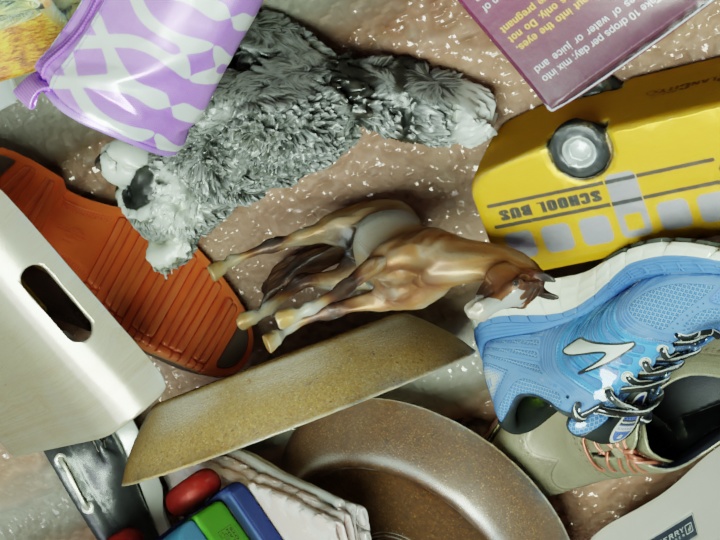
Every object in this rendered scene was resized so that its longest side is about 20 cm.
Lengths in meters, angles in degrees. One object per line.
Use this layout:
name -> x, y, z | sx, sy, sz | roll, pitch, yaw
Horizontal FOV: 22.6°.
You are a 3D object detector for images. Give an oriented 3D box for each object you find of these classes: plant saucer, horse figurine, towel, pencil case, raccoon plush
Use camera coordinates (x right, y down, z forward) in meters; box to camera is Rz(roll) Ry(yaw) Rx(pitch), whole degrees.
plant saucer -> -0.038, 0.062, 0.958 | 0.200, 0.200, 0.036 | -22, 88, 28
horse figurine -> 0.000, 0.000, 0.928 | 0.132, 0.200, 0.050 | -21, 104, -15
towel -> -0.036, 0.192, 1.061 | 0.200, 0.032, 0.191 | 16, 131, 52
pencil case -> -0.078, -0.153, 0.835 | 0.084, 0.085, 0.200 | 38, 105, 45
plant saucer -> 0.031, 0.165, 1.050 | 0.200, 0.034, 0.201 | 18, 130, 23
raccoon plush -> -0.040, -0.049, 0.949 | 0.200, 0.097, 0.134 | 19, 131, 7

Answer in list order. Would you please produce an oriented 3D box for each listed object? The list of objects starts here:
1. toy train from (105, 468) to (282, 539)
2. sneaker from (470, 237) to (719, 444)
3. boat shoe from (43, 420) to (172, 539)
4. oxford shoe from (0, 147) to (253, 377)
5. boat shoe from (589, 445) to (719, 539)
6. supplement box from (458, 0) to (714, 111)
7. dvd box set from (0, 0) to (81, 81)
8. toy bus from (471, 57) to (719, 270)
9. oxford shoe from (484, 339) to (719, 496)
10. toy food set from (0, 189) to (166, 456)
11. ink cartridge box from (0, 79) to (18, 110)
toy train -> -0.142, 0.199, 1.007 | 0.200, 0.116, 0.085 | -39, 83, 30
sneaker -> 0.141, 0.040, 0.903 | 0.200, 0.078, 0.089 | -22, 67, 47
boat shoe -> -0.137, 0.174, 1.106 | 0.060, 0.074, 0.200 | -23, 112, -10
oxford shoe -> -0.152, 0.002, 1.038 | 0.200, 0.071, 0.073 | 34, 150, -4
boat shoe -> 0.214, 0.141, 0.963 | 0.093, 0.075, 0.200 | 15, 147, -32
supplement box -> 0.072, -0.194, 0.799 | 0.103, 0.131, 0.200 | -35, 103, 32
dvd box set -> -0.137, -0.178, 0.874 | 0.200, 0.029, 0.147 | -18, 116, -11
toy bus -> 0.157, -0.058, 0.887 | 0.200, 0.065, 0.078 | -12, 114, 24
oxford shoe -> 0.139, 0.080, 0.967 | 0.200, 0.075, 0.070 | -35, 106, 32
toy food set -> -0.195, 0.027, 1.000 | 0.144, 0.060, 0.200 | 51, 151, -12
ink cartridge box -> -0.312, -0.085, 0.923 | 0.175, 0.200, 0.084 | 8, 126, 39
